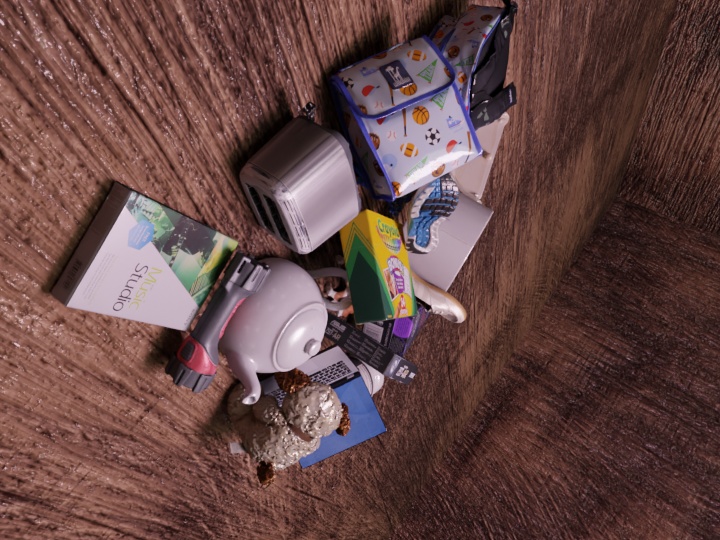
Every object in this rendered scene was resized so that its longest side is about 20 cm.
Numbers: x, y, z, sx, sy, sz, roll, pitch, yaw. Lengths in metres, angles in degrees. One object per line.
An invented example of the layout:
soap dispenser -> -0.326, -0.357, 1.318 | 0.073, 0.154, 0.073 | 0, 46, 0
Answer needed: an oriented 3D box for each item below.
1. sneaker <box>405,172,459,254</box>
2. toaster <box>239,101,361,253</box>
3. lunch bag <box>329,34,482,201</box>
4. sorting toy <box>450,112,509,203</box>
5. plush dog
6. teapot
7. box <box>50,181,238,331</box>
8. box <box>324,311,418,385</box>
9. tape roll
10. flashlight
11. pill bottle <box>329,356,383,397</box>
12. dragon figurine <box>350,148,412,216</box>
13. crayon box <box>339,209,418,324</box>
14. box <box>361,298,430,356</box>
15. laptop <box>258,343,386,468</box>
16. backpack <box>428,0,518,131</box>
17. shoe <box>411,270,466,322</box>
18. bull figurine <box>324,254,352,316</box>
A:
sneaker -> 0.113, -0.114, 0.974 | 0.200, 0.075, 0.087 | 109, -19, -58
toaster -> -0.082, -0.118, 0.784 | 0.129, 0.114, 0.200 | -46, 152, -21
lunch bag -> 0.064, -0.228, 0.840 | 0.170, 0.124, 0.200 | -27, 104, -13
sorting toy -> 0.251, -0.241, 1.262 | 0.180, 0.107, 0.200 | 24, 84, -76
plush dog -> -0.112, 0.256, 0.953 | 0.172, 0.161, 0.200 | -43, 112, 11
teapot -> -0.119, 0.083, 0.881 | 0.197, 0.146, 0.200 | 1, 115, -60
box -> -0.251, -0.007, 0.687 | 0.144, 0.036, 0.200 | -60, 155, 0
box -> 0.002, 0.145, 1.088 | 0.044, 0.200, 0.160 | -58, 152, -4
tape roll -> 0.165, -0.070, 1.164 | 0.203, 0.139, 0.203 | -57, 171, -14
flashlight -> -0.194, 0.071, 0.782 | 0.068, 0.068, 0.200 | 31, 93, -21
pill bottle -> -0.040, 0.253, 1.215 | 0.200, 0.116, 0.117 | -15, 129, -56
dragon figurine -> 0.028, -0.163, 0.942 | 0.059, 0.099, 0.200 | -55, 153, -10
crayon box -> 0.035, -0.002, 0.950 | 0.200, 0.058, 0.173 | 5, 75, -70
box -> 0.091, 0.081, 1.238 | 0.200, 0.106, 0.122 | -46, 153, -54
laptop -> -0.078, 0.260, 1.052 | 0.187, 0.116, 0.200 | -26, 144, 3
backpack -> 0.182, -0.341, 0.964 | 0.200, 0.154, 0.191 | 73, 35, -46
shoe -> 0.125, 0.052, 1.133 | 0.053, 0.200, 0.070 | -57, -172, -19
bull figurine -> 0.000, 0.000, 1.093 | 0.121, 0.065, 0.200 | -7, 117, -50
